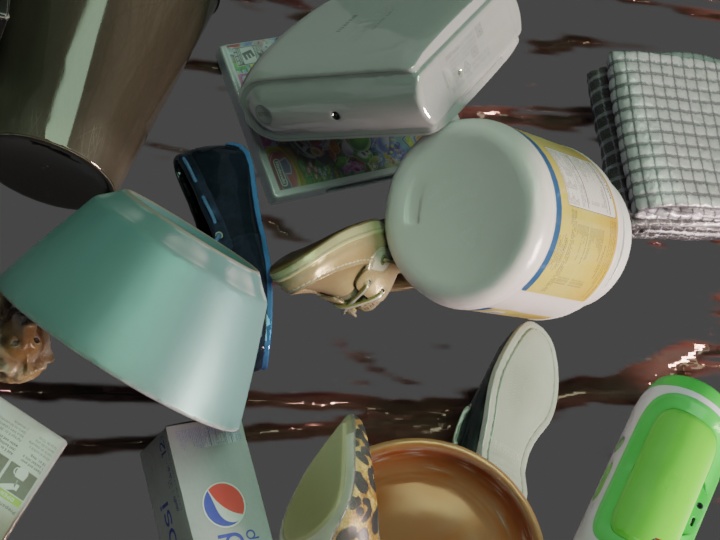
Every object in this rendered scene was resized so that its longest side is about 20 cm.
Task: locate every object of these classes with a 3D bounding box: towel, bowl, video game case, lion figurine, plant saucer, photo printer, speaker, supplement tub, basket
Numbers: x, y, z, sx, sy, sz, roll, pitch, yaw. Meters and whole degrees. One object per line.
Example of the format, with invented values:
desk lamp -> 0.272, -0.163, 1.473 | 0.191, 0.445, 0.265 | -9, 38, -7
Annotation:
towel -> 0.311, -0.110, 1.545 | 0.198, 0.086, 0.167 | 2, 65, -21
bowl -> -0.145, 0.016, 1.189 | 0.200, 0.201, 0.106 | 32, 92, -8
video game case -> -0.012, -0.141, 1.452 | 0.198, 0.018, 0.145 | -13, 73, -28
lion figurine -> -0.327, 0.040, 1.212 | 0.198, 0.072, 0.124 | -15, 81, -14
plant saucer -> 0.040, 0.226, 1.261 | 0.198, 0.037, 0.203 | 0, 86, -3
photo printer -> 0.009, -0.168, 1.356 | 0.167, 0.198, 0.070 | -48, 126, -40
speaker -> 0.236, 0.184, 1.378 | 0.088, 0.088, 0.201 | 35, 58, -6
supplement tub -> 0.124, -0.036, 1.351 | 0.199, 0.144, 0.146 | 10, 58, -59
basket -> -0.214, -0.162, 1.306 | 0.180, 0.135, 0.202 | 33, 60, -34

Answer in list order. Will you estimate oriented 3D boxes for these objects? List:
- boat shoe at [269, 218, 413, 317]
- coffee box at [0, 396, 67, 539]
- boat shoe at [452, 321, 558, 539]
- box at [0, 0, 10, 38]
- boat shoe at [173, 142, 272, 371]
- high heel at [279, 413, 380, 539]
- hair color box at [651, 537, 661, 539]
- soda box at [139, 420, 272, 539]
boat shoe -> 0.000, 0.000, 1.332 | 0.199, 0.072, 0.066 | -16, 84, -62
coffee box -> -0.289, 0.189, 1.126 | 0.079, 0.114, 0.201 | 34, 58, -7
boat shoe -> 0.105, 0.132, 1.357 | 0.076, 0.060, 0.201 | 41, 54, -26
box -> -0.314, -0.243, 1.278 | 0.085, 0.164, 0.202 | 9, 65, -20
boat shoe -> -0.111, -0.007, 1.325 | 0.068, 0.085, 0.202 | -1, 52, -16
high heel -> 0.010, 0.218, 1.228 | 0.142, 0.071, 0.202 | 31, 59, -35
hair color box -> 0.185, 0.282, 1.243 | 0.063, 0.200, 0.112 | 24, 60, -11
soda box -> -0.101, 0.212, 1.225 | 0.063, 0.068, 0.202 | -7, 70, -28
